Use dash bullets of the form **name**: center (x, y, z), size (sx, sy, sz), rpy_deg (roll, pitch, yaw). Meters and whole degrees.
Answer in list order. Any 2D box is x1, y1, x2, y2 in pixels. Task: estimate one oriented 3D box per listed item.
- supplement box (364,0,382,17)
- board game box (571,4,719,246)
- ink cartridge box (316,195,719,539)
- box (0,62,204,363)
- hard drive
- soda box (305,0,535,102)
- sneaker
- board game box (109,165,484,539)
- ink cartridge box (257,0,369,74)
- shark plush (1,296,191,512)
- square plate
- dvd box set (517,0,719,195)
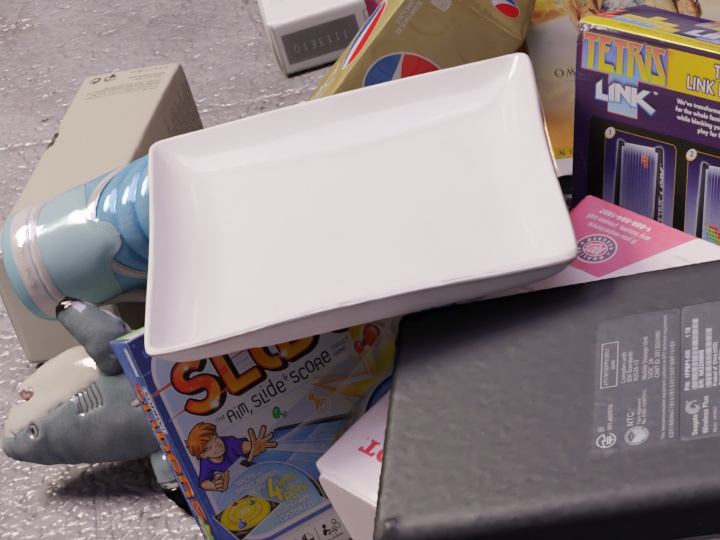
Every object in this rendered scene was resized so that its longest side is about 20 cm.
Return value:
- **supplement box**: center (0.125, -0.151, 1.561), size (0.200, 0.104, 0.131), rpy_deg (-31, 33, -22)
- **board game box**: center (0.190, -0.029, 1.270), size (0.057, 0.166, 0.200), rpy_deg (-14, 24, -40)
- **ink cartridge box**: center (0.101, 0.074, 1.199), size (0.200, 0.083, 0.146), rpy_deg (-44, 43, -21)
- **box**: center (-0.148, -0.036, 1.537), size (0.068, 0.082, 0.200), rpy_deg (-6, 31, 18)
- **hard drive**: center (0.107, 0.059, 1.121), size (0.199, 0.033, 0.140), rpy_deg (-10, 42, 17)
- **soda box**: center (0.013, -0.090, 1.445), size (0.200, 0.068, 0.064), rpy_deg (-51, 12, 34)
- **sneaker**: center (-0.089, -0.031, 1.403), size (0.130, 0.080, 0.200), rpy_deg (-20, 6, 28)
- **board game box**: center (-0.003, 0.051, 1.272), size (0.200, 0.136, 0.034), rpy_deg (-28, 7, -18)
- **ink cartridge box**: center (0.025, -0.213, 1.768), size (0.199, 0.044, 0.174), rpy_deg (-17, 30, 0)
- **shark plush**: center (-0.084, 0.085, 1.345), size (0.199, 0.091, 0.084), rpy_deg (19, 79, 10)
- **square plate**: center (-0.003, -0.027, 1.238), size (0.197, 0.029, 0.200), rpy_deg (-14, 31, 4)
- **dvd box set**: center (0.151, -0.142, 1.461), size (0.146, 0.029, 0.201), rpy_deg (-6, 68, -13)
